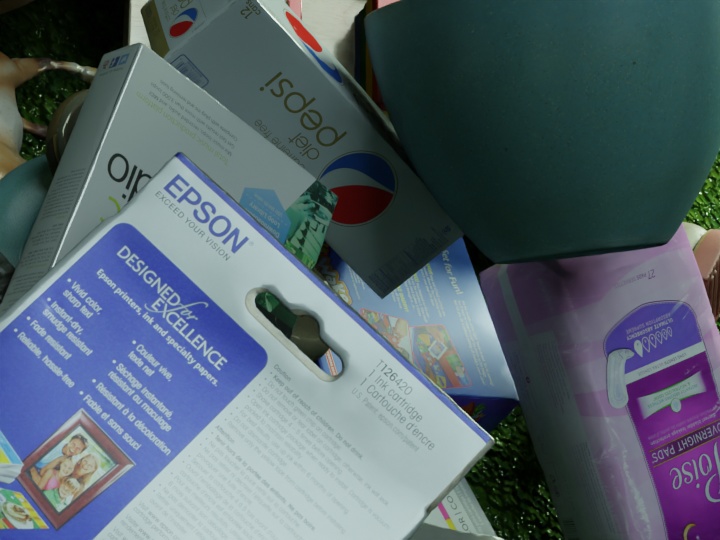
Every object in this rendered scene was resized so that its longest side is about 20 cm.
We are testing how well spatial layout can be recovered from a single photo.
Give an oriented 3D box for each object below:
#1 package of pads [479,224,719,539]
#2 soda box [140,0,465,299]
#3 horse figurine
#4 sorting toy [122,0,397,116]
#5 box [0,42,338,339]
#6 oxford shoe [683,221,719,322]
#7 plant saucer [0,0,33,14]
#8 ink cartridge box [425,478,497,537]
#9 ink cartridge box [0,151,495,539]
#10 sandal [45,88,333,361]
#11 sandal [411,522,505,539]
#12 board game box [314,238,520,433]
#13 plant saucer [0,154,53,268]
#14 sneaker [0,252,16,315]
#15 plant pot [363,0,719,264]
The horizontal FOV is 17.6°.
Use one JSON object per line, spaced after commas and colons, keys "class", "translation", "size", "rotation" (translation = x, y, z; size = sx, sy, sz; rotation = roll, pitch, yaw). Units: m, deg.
{"class": "package of pads", "translation": [0.151, 0.072, 1.310], "size": [0.120, 0.076, 0.201], "rotation": [-18, 90, -34]}
{"class": "soda box", "translation": [-0.029, -0.078, 1.234], "size": [0.200, 0.064, 0.068], "rotation": [47, 12, -33]}
{"class": "horse figurine", "translation": [-0.188, -0.063, 1.249], "size": [0.132, 0.050, 0.201], "rotation": [15, 43, -37]}
{"class": "sorting toy", "translation": [-0.030, -0.170, 1.319], "size": [0.198, 0.070, 0.200], "rotation": [4, 74, -15]}
{"class": "box", "translation": [-0.096, 0.012, 1.119], "size": [0.144, 0.036, 0.201], "rotation": [36, 60, -33]}
{"class": "oxford shoe", "translation": [0.164, 0.037, 1.437], "size": [0.074, 0.071, 0.200], "rotation": [18, 40, 25]}
{"class": "plant saucer", "translation": [-0.187, -0.196, 1.290], "size": [0.036, 0.199, 0.201], "rotation": [60, 30, -33]}
{"class": "ink cartridge box", "translation": [-0.026, 0.144, 1.179], "size": [0.199, 0.059, 0.104], "rotation": [-15, 69, -44]}
{"class": "ink cartridge box", "translation": [-0.079, 0.083, 1.014], "size": [0.198, 0.047, 0.200], "rotation": [43, 66, 8]}
{"class": "sandal", "translation": [-0.075, -0.029, 1.206], "size": [0.200, 0.054, 0.081], "rotation": [41, 48, -21]}
{"class": "sandal", "translation": [-0.014, 0.128, 1.109], "size": [0.199, 0.076, 0.043], "rotation": [18, 50, -36]}
{"class": "board game box", "translation": [0.000, 0.000, 1.340], "size": [0.134, 0.045, 0.201], "rotation": [6, 51, -34]}
{"class": "plant saucer", "translation": [-0.117, 0.027, 1.199], "size": [0.199, 0.027, 0.201], "rotation": [20, 58, -35]}
{"class": "sneaker", "translation": [-0.179, 0.079, 1.113], "size": [0.077, 0.088, 0.201], "rotation": [-28, 100, -44]}
{"class": "plant pot", "translation": [0.107, -0.075, 1.211], "size": [0.199, 0.199, 0.136], "rotation": [-4, 87, -40]}
